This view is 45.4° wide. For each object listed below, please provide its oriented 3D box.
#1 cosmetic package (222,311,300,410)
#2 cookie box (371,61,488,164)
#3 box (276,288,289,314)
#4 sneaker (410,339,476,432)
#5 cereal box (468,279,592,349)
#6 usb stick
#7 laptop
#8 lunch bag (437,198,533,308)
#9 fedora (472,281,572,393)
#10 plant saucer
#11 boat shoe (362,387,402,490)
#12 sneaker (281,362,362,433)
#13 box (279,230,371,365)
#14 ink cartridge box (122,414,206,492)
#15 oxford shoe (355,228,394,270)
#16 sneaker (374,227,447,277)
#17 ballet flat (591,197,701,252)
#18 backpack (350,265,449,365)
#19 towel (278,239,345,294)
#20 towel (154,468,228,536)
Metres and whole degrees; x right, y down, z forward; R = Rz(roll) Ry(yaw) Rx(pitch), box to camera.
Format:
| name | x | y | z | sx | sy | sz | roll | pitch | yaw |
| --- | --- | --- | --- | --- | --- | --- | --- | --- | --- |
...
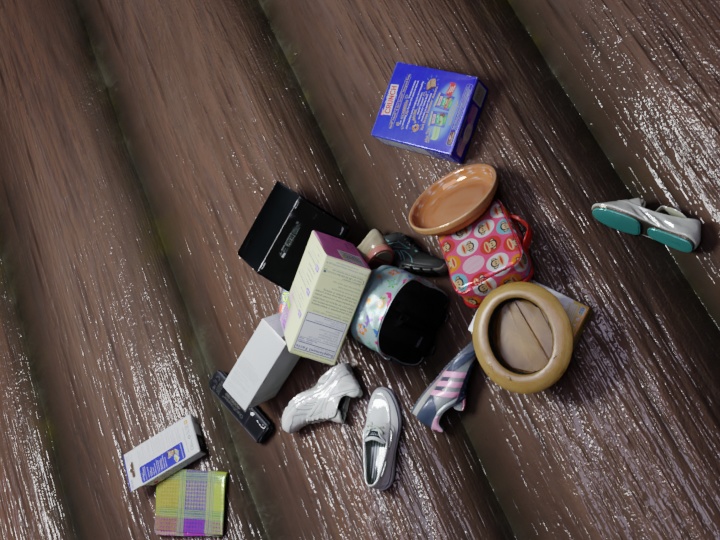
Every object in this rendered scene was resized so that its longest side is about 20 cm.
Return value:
| name | x | y | z | sx | sy | sz | roll | pitch | yaw |
| --- | --- | --- | --- | --- | --- | --- | --- | --- | --- |
| cosmetic package | -0.192 | 0.187 | 1.809 | 0.081 | 0.112 | 0.201 | 41 | 115 | 19 |
| cookie box | 0.144 | -0.334 | 1.808 | 0.198 | 0.075 | 0.173 | 19 | 88 | 30 |
| box | -0.111 | 0.011 | 1.851 | 0.109 | 0.035 | 0.203 | 7 | 82 | 28 |
| sneaker | 0.187 | 0.223 | 1.669 | 0.082 | 0.070 | 0.201 | 40 | 101 | 12 |
| cereal box | 0.320 | 0.095 | 1.634 | 0.199 | 0.039 | 0.145 | 27 | 91 | 30 |
| usb stick | -0.266 | 0.300 | 1.903 | 0.200 | 0.032 | 0.056 | 42 | 105 | 29 |
| laptop | -0.148 | -0.066 | 1.861 | 0.198 | 0.116 | 0.189 | 30 | 94 | 0 |
| lunch bag | 0.248 | -0.043 | 1.648 | 0.175 | 0.082 | 0.202 | -30 | 42 | 18 |
| fedora | 0.301 | 0.122 | 1.568 | 0.198 | 0.082 | 0.204 | -3 | 83 | 27 |
| plant saucer | 0.189 | -0.135 | 1.709 | 0.198 | 0.038 | 0.201 | -28 | 28 | 16 |
| boat shoe | 0.040 | 0.333 | 1.711 | 0.073 | 0.067 | 0.203 | -9 | 74 | 25 |
| sneaker | -0.079 | 0.286 | 1.783 | 0.200 | 0.078 | 0.100 | -42 | 66 | 14 |
| box | -0.072 | 0.050 | 1.672 | 0.176 | 0.096 | 0.202 | -125 | 55 | -69 |
| ink cartridge box | -0.446 | 0.417 | 1.951 | 0.198 | 0.037 | 0.095 | -30 | 58 | 10 |
| oxford shoe | 0.000 | 0.000 | 1.766 | 0.200 | 0.070 | 0.075 | -50 | 46 | 33 |
| sneaker | 0.091 | -0.038 | 1.768 | 0.198 | 0.075 | 0.080 | 12 | 82 | 29 |
| ballet flat | 0.523 | -0.094 | 1.565 | 0.198 | 0.069 | 0.070 | 23 | 89 | 26 |
| backpack | 0.064 | 0.082 | 1.682 | 0.149 | 0.199 | 0.179 | 26 | 91 | 30 |
| towel | -0.097 | 0.010 | 1.882 | 0.189 | 0.032 | 0.202 | -29 | 67 | 19 |
| towel | -0.381 | 0.517 | 1.919 | 0.197 | 0.023 | 0.146 | -6 | 75 | 26 |
